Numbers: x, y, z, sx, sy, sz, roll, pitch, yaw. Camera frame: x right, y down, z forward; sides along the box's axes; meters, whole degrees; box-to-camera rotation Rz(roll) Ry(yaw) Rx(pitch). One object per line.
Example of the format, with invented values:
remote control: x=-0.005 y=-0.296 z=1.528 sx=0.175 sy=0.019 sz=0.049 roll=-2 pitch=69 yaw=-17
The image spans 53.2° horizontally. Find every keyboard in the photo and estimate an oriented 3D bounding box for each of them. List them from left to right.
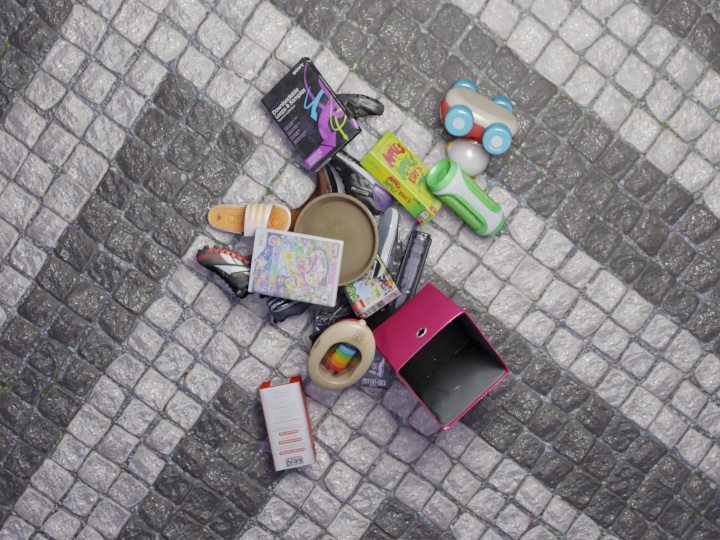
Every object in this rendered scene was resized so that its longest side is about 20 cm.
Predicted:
keyboard: x=-0.023 y=0.117 z=1.643 sx=0.198 sy=0.040 sz=0.105 roll=-27 pitch=120 yaw=2

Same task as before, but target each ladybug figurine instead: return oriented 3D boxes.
ladybug figurine: x=-0.041 y=0.179 z=1.598 sx=0.134 sy=0.072 sz=0.201 roll=30 pitch=118 yaw=-15

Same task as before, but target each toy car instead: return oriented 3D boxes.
toy car: x=0.233 y=-0.283 z=1.590 sx=0.174 sy=0.185 sz=0.202 roll=24 pitch=125 yaw=-4

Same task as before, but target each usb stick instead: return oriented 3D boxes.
usb stick: x=0.114 y=0.008 z=1.674 sx=0.055 sy=0.033 sz=0.203 roll=18 pitch=98 yaw=3

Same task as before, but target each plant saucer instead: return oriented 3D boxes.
plant saucer: x=-0.053 y=-0.068 z=1.580 sx=0.196 sy=0.029 sz=0.204 roll=1 pitch=95 yaw=14

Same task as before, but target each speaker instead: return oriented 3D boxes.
speaker: x=0.235 y=-0.158 z=1.592 sx=0.199 sy=0.089 sz=0.089 roll=38 pitch=96 yaw=-31

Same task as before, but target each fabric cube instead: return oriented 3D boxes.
fabric cube: x=0.167 y=0.182 z=1.581 sx=0.196 sy=0.199 sz=0.201 roll=-40 pitch=114 yaw=-2

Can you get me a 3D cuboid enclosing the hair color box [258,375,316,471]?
hair color box: x=-0.171 y=0.361 z=1.704 sx=0.100 sy=0.061 sz=0.204 roll=-10 pitch=97 yaw=0

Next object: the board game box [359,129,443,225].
board game box: x=0.102 y=-0.208 z=1.606 sx=0.200 sy=0.102 sz=0.048 roll=44 pitch=137 yaw=-7

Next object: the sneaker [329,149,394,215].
sneaker: x=-0.017 y=-0.200 z=1.623 sx=0.199 sy=0.076 sz=0.088 roll=35 pitch=102 yaw=-6

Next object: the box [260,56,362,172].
box: x=-0.109 y=-0.337 z=1.562 sx=0.142 sy=0.036 sz=0.201 roll=-38 pitch=88 yaw=25

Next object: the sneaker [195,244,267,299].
sneaker: x=-0.285 y=0.008 z=1.634 sx=0.197 sy=0.071 sz=0.099 roll=18 pitch=67 yaw=-4

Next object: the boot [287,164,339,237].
boot: x=-0.146 y=-0.142 z=1.646 sx=0.196 sy=0.068 sz=0.192 roll=-9 pitch=97 yaw=13

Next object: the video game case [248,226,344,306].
video game case: x=-0.142 y=-0.008 z=1.573 sx=0.196 sy=0.018 sz=0.146 roll=9 pitch=96 yaw=8

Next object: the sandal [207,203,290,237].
sandal: x=-0.258 y=-0.111 z=1.614 sx=0.203 sy=0.059 sz=0.081 roll=2 pitch=94 yaw=14

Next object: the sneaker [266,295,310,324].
sneaker: x=-0.125 y=0.053 z=1.670 sx=0.197 sy=0.088 sz=0.075 roll=-24 pitch=56 yaw=-14

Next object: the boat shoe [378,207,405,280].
boat shoe: x=0.071 y=-0.040 z=1.653 sx=0.065 sy=0.070 sz=0.204 roll=8 pitch=94 yaw=-24

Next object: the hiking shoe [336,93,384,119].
hiking shoe: x=-0.043 y=-0.344 z=1.607 sx=0.196 sy=0.076 sz=0.103 roll=5 pitch=104 yaw=8

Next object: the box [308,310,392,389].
box: x=-0.017 y=0.186 z=1.687 sx=0.196 sy=0.050 sz=0.161 roll=6 pitch=98 yaw=-2

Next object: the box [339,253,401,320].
box: x=0.000 y=0.000 z=1.609 sx=0.109 sy=0.035 sz=0.202 roll=-34 pitch=59 yaw=6
